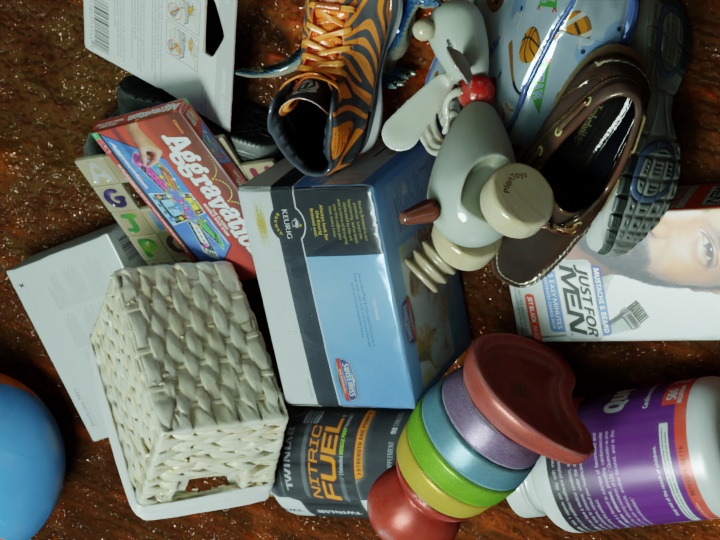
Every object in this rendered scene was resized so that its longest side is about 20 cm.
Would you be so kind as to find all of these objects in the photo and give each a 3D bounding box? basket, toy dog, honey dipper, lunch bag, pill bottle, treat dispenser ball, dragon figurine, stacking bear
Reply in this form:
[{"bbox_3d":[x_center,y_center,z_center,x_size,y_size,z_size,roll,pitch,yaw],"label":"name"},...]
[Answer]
[{"bbox_3d":[-0.154,0.101,1.273,0.201,0.134,0.124,67,149,34],"label":"basket"},{"bbox_3d":[0.058,-0.093,0.993,0.132,0.096,0.201,-64,36,40],"label":"toy dog"},{"bbox_3d":[0.118,-0.064,1.126,0.200,0.038,0.038,-44,88,4],"label":"honey dipper"},{"bbox_3d":[0.124,-0.173,1.063,0.201,0.075,0.161,-63,33,33],"label":"lunch bag"},{"bbox_3d":[0.219,0.156,1.176,0.199,0.112,0.113,-13,106,33],"label":"pill bottle"},{"bbox_3d":[-0.412,0.206,1.497,0.199,0.201,0.203,12,118,24],"label":"treat dispenser ball"},{"bbox_3d":[-0.009,-0.203,1.163,0.198,0.059,0.100,3,112,23],"label":"dragon figurine"},{"bbox_3d":[-0.015,0.176,1.320,0.198,0.106,0.107,-4,111,30],"label":"pill bottle"},{"bbox_3d":[0.079,0.156,1.159,0.113,0.122,0.200,23,123,-23],"label":"stacking bear"}]

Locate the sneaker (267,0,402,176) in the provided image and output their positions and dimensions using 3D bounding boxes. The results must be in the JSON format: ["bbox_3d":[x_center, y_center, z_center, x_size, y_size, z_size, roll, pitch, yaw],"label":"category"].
[{"bbox_3d":[-0.021,-0.165,1.084,0.077,0.112,0.202,7,114,19],"label":"sneaker"}]

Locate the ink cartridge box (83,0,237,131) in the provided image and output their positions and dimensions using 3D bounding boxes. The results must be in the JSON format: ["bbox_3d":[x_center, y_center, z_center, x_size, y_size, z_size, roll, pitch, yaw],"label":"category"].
[{"bbox_3d":[-0.160,-0.241,1.203,0.175,0.045,0.201,31,139,20],"label":"ink cartridge box"}]

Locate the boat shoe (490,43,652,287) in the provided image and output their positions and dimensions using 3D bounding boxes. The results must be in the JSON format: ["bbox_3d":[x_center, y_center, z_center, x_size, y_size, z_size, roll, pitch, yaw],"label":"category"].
[{"bbox_3d":[0.142,-0.062,1.002,0.070,0.071,0.201,16,125,-8],"label":"boat shoe"}]

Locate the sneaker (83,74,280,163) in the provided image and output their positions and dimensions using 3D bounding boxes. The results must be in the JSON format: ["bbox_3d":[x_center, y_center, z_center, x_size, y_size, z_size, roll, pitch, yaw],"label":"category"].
[{"bbox_3d":[-0.163,-0.113,1.297,0.198,0.060,0.105,22,130,15],"label":"sneaker"}]

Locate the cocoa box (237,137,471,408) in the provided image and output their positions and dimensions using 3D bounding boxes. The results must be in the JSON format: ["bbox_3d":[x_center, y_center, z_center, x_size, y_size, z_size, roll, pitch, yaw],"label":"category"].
[{"bbox_3d":[0.000,0.000,1.210,0.130,0.133,0.202,-1,112,29],"label":"cocoa box"}]

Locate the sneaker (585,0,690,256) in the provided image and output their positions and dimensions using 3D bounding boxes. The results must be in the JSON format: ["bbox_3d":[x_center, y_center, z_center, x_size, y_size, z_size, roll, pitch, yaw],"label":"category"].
[{"bbox_3d":[0.193,-0.110,1.071,0.087,0.074,0.202,6,85,42],"label":"sneaker"}]

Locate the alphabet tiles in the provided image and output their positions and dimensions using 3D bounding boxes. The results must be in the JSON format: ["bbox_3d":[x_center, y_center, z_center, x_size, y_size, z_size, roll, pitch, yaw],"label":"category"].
[{"bbox_3d":[-0.142,-0.053,1.299,0.198,0.008,0.168,-5,134,29],"label":"alphabet tiles"}]

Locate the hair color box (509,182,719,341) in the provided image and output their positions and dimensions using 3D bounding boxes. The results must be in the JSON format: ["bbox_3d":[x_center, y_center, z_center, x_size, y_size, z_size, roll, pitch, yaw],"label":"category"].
[{"bbox_3d":[0.217,-0.005,1.132,0.198,0.064,0.112,-3,110,29],"label":"hair color box"}]

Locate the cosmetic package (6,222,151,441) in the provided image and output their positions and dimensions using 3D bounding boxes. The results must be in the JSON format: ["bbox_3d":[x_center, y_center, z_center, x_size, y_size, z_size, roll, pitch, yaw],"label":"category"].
[{"bbox_3d":[-0.250,0.062,1.431,0.150,0.052,0.201,-17,104,32],"label":"cosmetic package"}]

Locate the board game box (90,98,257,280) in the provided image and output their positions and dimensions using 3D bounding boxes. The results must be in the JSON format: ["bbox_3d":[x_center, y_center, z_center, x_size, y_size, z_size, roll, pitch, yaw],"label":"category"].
[{"bbox_3d":[-0.143,-0.065,1.266,0.102,0.020,0.200,-10,132,31],"label":"board game box"}]
